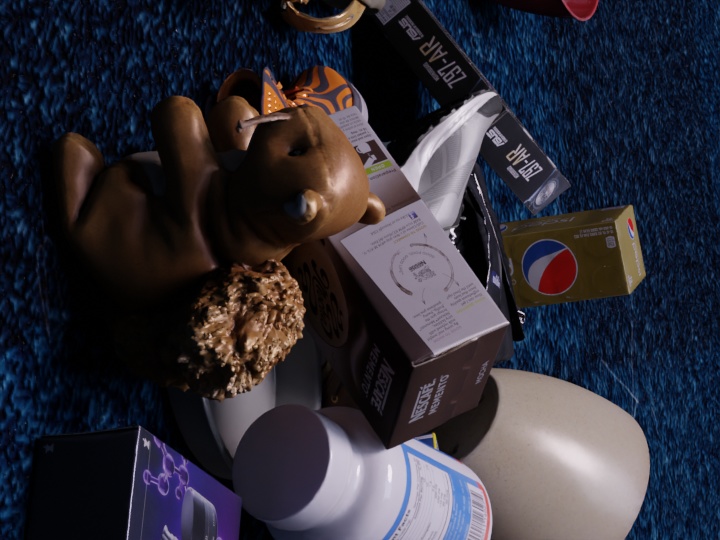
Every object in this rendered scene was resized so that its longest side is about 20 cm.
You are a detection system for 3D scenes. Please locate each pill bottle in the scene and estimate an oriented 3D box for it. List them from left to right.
[{"bbox_3d":[-0.001,0.160,1.563,0.200,0.112,0.112,32,53,-50],"label":"pill bottle"}]

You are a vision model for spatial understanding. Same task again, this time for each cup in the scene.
[{"bbox_3d":[0.123,0.162,1.884,0.143,0.200,0.201,40,44,-33],"label":"cup"}]

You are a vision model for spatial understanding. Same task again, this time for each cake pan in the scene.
[{"bbox_3d":[-0.086,0.063,1.596,0.200,0.037,0.201,-8,90,-67],"label":"cake pan"}]

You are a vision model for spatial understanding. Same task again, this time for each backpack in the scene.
[{"bbox_3d":[0.056,-0.011,1.836,0.167,0.126,0.200,-22,100,-79],"label":"backpack"}]

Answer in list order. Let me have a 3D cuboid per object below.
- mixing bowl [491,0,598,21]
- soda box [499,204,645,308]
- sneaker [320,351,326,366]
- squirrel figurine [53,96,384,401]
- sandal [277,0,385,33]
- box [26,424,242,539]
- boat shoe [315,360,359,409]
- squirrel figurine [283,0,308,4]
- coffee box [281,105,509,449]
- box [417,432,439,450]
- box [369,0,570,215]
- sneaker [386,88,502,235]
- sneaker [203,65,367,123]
[{"bbox_3d":[0.157,-0.337,2.194,0.200,0.108,0.201,-8,90,-66],"label":"mixing bowl"},{"bbox_3d":[0.140,-0.006,1.933,0.064,0.200,0.068,-38,117,-64],"label":"soda box"},{"bbox_3d":[0.000,0.000,1.749,0.076,0.091,0.200,-21,100,-64],"label":"sneaker"},{"bbox_3d":[-0.079,-0.016,1.422,0.141,0.186,0.200,11,74,-62],"label":"squirrel figurine"},{"bbox_3d":[-0.033,-0.215,1.780,0.200,0.080,0.054,2,102,-71],"label":"sandal"},{"bbox_3d":[-0.143,0.215,1.369,0.141,0.079,0.200,41,46,-53],"label":"box"},{"bbox_3d":[0.008,0.093,1.677,0.068,0.072,0.200,-126,-136,-53],"label":"boat shoe"},{"bbox_3d":[-0.048,-0.295,1.611,0.142,0.186,0.200,-32,112,-65],"label":"squirrel figurine"},{"bbox_3d":[0.007,0.004,1.513,0.200,0.080,0.113,55,-27,25],"label":"coffee box"},{"bbox_3d":[0.040,0.216,1.727,0.200,0.064,0.070,-95,173,-56],"label":"box"},{"bbox_3d":[0.089,-0.157,1.930,0.200,0.044,0.160,55,7,32],"label":"box"},{"bbox_3d":[0.054,-0.068,1.732,0.079,0.074,0.200,48,55,-14],"label":"sneaker"},{"bbox_3d":[-0.056,-0.121,1.677,0.112,0.077,0.200,52,23,-28],"label":"sneaker"}]
